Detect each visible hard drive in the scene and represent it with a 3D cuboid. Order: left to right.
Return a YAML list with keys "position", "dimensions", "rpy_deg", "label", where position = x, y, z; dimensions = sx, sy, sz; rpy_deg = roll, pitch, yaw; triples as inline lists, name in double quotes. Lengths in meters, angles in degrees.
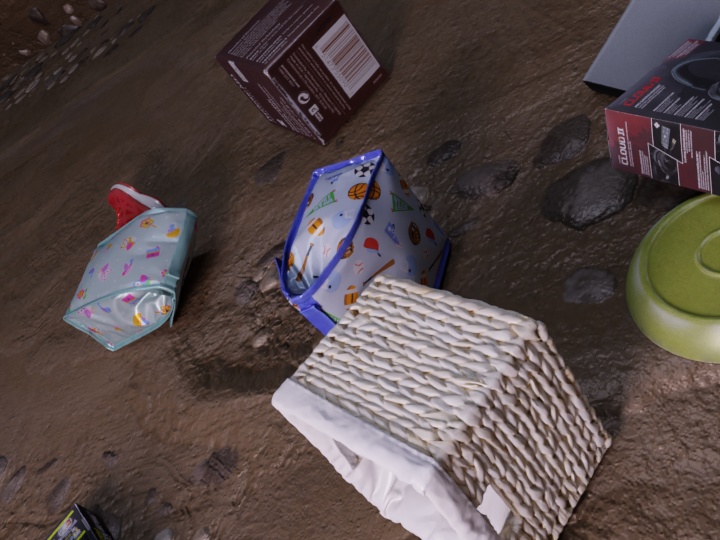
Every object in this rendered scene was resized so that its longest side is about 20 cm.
- position: [0.364, -0.286, 0.919]
  dimensions: [0.200, 0.033, 0.140]
  rpy_deg: [-59, 39, 4]
  label: "hard drive"

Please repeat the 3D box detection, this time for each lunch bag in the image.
- position: [-0.329, 0.007, 1.213]
  dimensions: [0.200, 0.122, 0.170]
  rpy_deg: [-25, 39, 30]
  label: "lunch bag"
- position: [0.000, 0.000, 0.887]
  dimensions: [0.124, 0.170, 0.200]
  rpy_deg: [-14, 45, 36]
  label: "lunch bag"

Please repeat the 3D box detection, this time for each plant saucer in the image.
- position: [0.334, -0.010, 0.717]
  dimensions: [0.200, 0.031, 0.200]
  rpy_deg: [-24, 40, 22]
  label: "plant saucer"

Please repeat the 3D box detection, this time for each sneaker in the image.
- position: [-0.425, -0.087, 1.426]
  dimensions: [0.200, 0.078, 0.116]
  rpy_deg: [15, 63, 49]
  label: "sneaker"

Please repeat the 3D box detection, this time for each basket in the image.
- position: [0.071, 0.132, 0.678]
  dimensions: [0.200, 0.198, 0.161]
  rpy_deg: [15, 60, 48]
  label: "basket"

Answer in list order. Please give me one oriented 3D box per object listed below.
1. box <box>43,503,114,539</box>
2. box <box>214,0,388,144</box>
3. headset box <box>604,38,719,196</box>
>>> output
- position: [-0.358, 0.395, 0.918]
  dimensions: [0.200, 0.044, 0.160]
  rpy_deg: [-51, 38, -12]
  label: "box"
- position: [-0.097, -0.335, 1.305]
  dimensions: [0.164, 0.166, 0.200]
  rpy_deg: [-49, 37, -8]
  label: "box"
- position: [0.348, -0.148, 0.766]
  dimensions: [0.149, 0.077, 0.200]
  rpy_deg: [-38, 40, -22]
  label: "headset box"
